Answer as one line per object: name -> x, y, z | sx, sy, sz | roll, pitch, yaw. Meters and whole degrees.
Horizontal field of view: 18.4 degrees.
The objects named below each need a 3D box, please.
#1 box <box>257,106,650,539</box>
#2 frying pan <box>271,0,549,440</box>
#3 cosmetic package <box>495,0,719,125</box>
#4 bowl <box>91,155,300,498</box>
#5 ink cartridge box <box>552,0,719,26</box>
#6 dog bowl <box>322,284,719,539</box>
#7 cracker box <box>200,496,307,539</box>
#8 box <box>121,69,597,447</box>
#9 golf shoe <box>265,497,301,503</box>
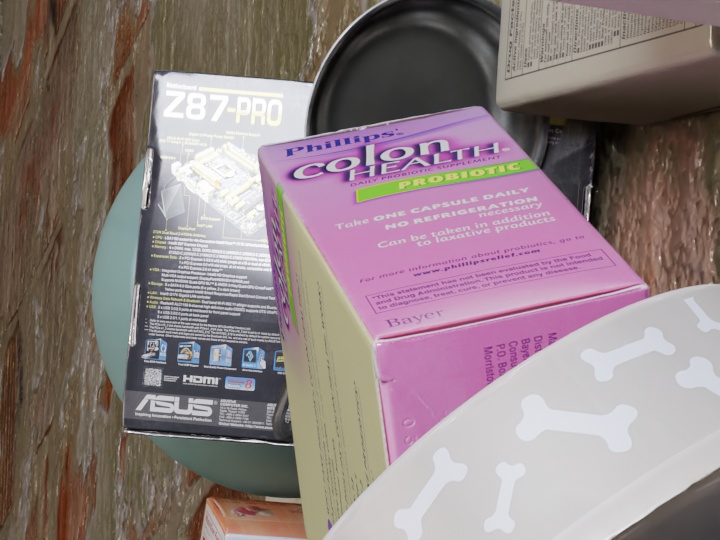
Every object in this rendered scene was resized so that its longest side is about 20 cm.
box -> 0.036, 0.058, 0.822 | 0.200, 0.096, 0.177 | -124, 25, -65
frying pan -> 0.021, -0.024, 0.935 | 0.031, 0.114, 0.192 | 29, 114, 61
cosmetic package -> 0.121, -0.115, 0.839 | 0.200, 0.073, 0.104 | 179, 96, -73
bowl -> -0.035, 0.009, 1.061 | 0.105, 0.199, 0.203 | 80, -165, -87
ink cartridge box -> 0.139, -0.175, 0.673 | 0.086, 0.146, 0.202 | 176, 100, -73
dog bowl -> 0.063, 0.083, 0.644 | 0.059, 0.199, 0.201 | 54, 143, 25
cracker box -> -0.022, 0.218, 1.103 | 0.058, 0.133, 0.202 | -133, 52, -70
box -> 0.000, 0.000, 0.983 | 0.049, 0.198, 0.163 | 18, -104, -87
golf shoe -> -0.049, 0.177, 1.283 | 0.076, 0.091, 0.201 | 113, 158, -48
